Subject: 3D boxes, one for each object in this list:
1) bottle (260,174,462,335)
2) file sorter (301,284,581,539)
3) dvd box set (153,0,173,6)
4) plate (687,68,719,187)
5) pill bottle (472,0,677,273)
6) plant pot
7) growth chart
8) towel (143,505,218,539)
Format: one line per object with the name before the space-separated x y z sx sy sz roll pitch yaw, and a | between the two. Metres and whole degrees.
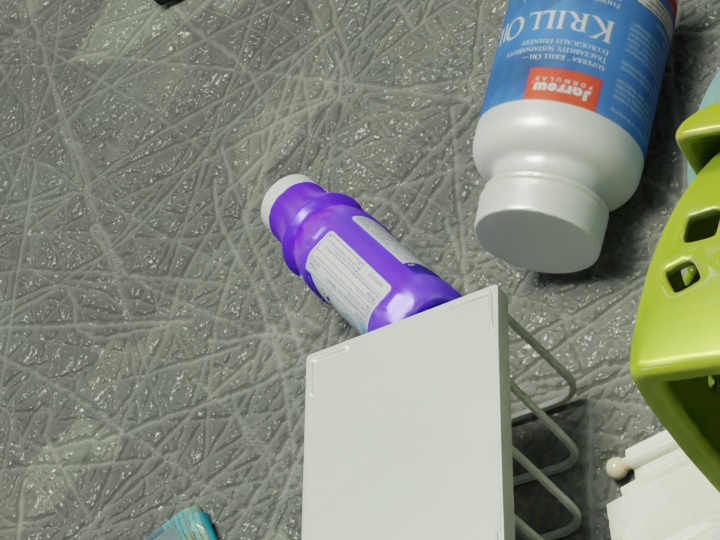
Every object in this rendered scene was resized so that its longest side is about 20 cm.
bottle | 0.000 0.000 1.646 0.065 0.084 0.200 -47 44 0
file sorter | 0.055 0.140 1.472 0.138 0.124 0.201 -21 49 27
dvd box set | -0.111 -0.320 2.001 0.146 0.029 0.201 -23 47 23
plate | 0.274 -0.071 1.475 0.200 0.026 0.201 -9 76 39
pill bottle | 0.135 -0.104 1.596 0.112 0.112 0.201 -6 57 35
plant pot | 0.271 0.009 1.327 0.198 0.200 0.182 -7 59 26
growth chart | 0.204 0.162 1.418 0.144 0.018 0.201 -20 50 25
towel | -0.136 0.263 1.610 0.146 0.022 0.200 -35 45 14
